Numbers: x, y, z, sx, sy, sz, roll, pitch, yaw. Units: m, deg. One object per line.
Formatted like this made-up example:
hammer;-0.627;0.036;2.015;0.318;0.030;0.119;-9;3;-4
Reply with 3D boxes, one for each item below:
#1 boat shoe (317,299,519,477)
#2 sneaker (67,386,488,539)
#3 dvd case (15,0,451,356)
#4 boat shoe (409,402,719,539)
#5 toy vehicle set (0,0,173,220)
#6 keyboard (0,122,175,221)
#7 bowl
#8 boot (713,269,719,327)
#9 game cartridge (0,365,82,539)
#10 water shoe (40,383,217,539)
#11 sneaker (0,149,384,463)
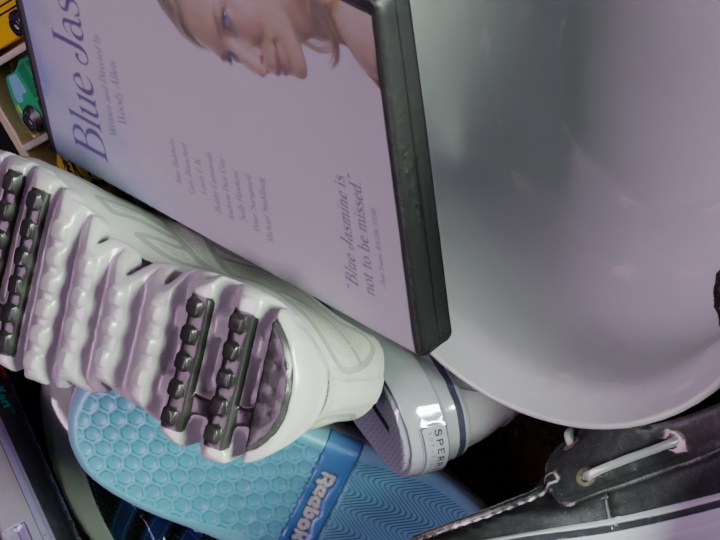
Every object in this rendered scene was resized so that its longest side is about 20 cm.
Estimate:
boat shoe;0.000;0.000;1.027;0.200;0.067;0.074;56;155;34
sneaker;-0.018;0.073;1.063;0.200;0.131;0.080;32;104;-9
dvd case;-0.051;-0.066;0.897;0.200;0.018;0.143;28;141;38
boat shoe;0.098;0.079;0.925;0.199;0.072;0.071;-14;72;9
toy vehicle set;-0.084;-0.080;0.975;0.124;0.026;0.200;59;149;-7
keyboard;-0.108;-0.049;1.113;0.200;0.040;0.104;7;122;57
bowl;0.086;-0.055;0.907;0.201;0.090;0.202;19;119;37
boot;0.150;0.046;0.792;0.079;0.158;0.212;29;96;29
game cartridge;-0.144;0.102;1.139;0.130;0.038;0.200;90;156;-57
water shoe;-0.067;0.111;1.127;0.079;0.071;0.201;-22;91;26
sneaker;-0.078;0.012;0.968;0.200;0.081;0.075;29;109;33
